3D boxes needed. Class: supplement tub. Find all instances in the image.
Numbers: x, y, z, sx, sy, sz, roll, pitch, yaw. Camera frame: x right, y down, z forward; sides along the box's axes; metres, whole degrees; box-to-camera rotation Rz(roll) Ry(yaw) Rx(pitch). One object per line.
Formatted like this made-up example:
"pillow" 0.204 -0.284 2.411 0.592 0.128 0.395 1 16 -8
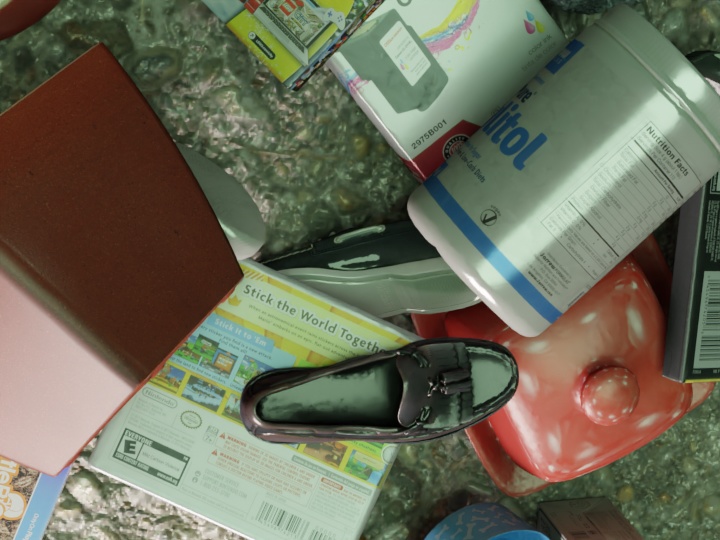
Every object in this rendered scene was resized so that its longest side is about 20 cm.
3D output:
"supplement tub" 0.142 -0.065 1.084 0.200 0.132 0.132 -44 107 6

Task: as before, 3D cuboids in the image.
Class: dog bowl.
"dog bowl" 0.069 0.265 1.269 0.111 0.050 0.200 19 112 -40

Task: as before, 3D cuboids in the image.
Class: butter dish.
"butter dish" 0.167 0.072 1.209 0.199 0.148 0.200 -27 107 -1

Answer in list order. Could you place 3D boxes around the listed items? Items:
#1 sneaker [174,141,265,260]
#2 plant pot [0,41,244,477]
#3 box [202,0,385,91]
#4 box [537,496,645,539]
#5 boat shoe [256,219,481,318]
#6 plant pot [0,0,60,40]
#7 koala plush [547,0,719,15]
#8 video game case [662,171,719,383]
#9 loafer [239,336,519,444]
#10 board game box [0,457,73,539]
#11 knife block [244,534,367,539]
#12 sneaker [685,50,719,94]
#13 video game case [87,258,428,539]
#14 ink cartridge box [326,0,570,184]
"sneaker" -0.158 -0.050 1.146 0.200 0.075 0.089 33 110 16
"plant pot" -0.199 0.010 1.047 0.176 0.200 0.200 44 132 -3
"box" -0.067 -0.238 1.078 0.137 0.038 0.200 -44 87 7
"box" 0.184 0.295 1.287 0.060 0.117 0.201 -3 103 -11
"boat shoe" 0.000 0.000 1.207 0.199 0.060 0.076 -4 143 7
"plant pot" -0.267 -0.235 1.044 0.200 0.177 0.201 -2 105 -9
"koala plush" 0.213 -0.248 1.085 0.183 0.200 0.178 -23 108 -22
"video game case" 0.308 -0.019 1.189 0.180 0.025 0.201 0 99 -29
"loafer" 0.015 0.088 1.120 0.199 0.063 0.072 -8 87 -3
"board game box" -0.303 0.101 1.166 0.199 0.097 0.160 21 100 -13
"knife block" -0.060 0.180 1.253 0.064 0.176 0.200 -36 152 2
"sneaker" 0.292 -0.073 1.217 0.085 0.074 0.200 -43 108 -21
"video game case" -0.067 0.097 1.160 0.199 0.023 0.182 25 88 -1
"ink cartridge box" 0.050 -0.169 1.161 0.146 0.083 0.200 -39 107 3
